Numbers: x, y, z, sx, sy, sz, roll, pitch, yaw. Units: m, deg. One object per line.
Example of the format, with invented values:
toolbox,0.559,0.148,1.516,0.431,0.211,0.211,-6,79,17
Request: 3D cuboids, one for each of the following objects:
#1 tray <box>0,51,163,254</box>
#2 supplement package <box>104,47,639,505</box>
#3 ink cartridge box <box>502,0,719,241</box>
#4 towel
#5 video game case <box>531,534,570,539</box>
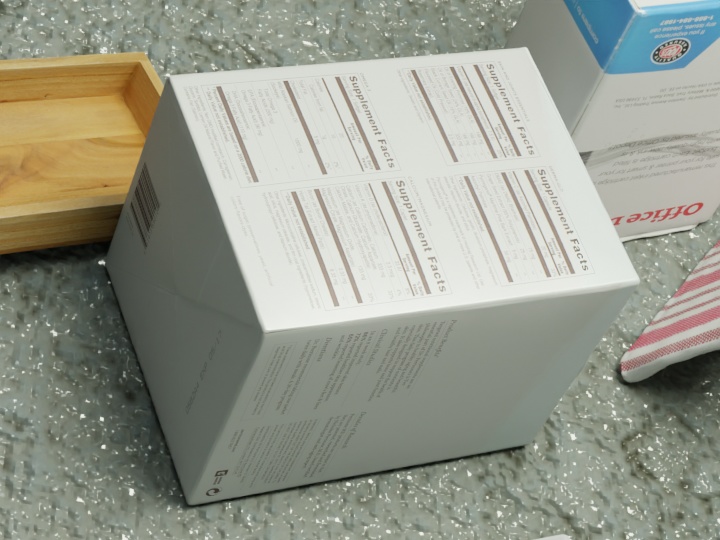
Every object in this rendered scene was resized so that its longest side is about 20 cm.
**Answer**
tray,-0.175,-0.058,1.078,0.199,0.037,0.099,-9,59,-41
supplement package,0.000,0.000,1.053,0.198,0.152,0.152,-7,57,-26
ink cartridge box,0.156,-0.108,1.164,0.144,0.201,0.084,-10,57,-27
towel,0.241,-0.011,1.168,0.030,0.146,0.200,52,51,-8
video game case,0.037,0.206,1.004,0.198,0.018,0.144,-7,59,-26
